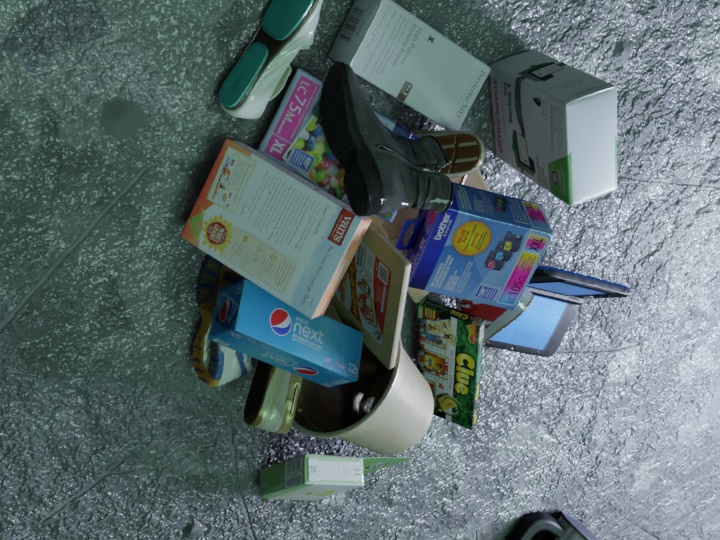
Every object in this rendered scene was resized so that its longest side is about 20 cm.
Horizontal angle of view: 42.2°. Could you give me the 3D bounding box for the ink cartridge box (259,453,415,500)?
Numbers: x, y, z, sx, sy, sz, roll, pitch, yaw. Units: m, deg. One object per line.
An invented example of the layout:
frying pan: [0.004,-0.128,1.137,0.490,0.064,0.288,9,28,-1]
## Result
ink cartridge box: [-0.034,0.310,1.391,0.197,0.145,0.049,11,64,-32]

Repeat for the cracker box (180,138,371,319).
cracker box: [-0.103,-0.051,1.130,0.136,0.198,0.058,-61,169,10]

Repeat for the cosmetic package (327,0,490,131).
cosmetic package: [0.065,-0.268,1.202,0.198,0.074,0.103,22,102,-34]

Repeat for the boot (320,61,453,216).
boot: [0.032,-0.156,1.124,0.129,0.070,0.204,-6,73,-29]

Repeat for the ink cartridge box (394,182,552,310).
ink cartridge box: [0.141,-0.037,1.265,0.196,0.077,0.138,13,123,-14]

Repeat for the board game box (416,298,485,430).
board game box: [0.133,0.144,1.412,0.023,0.103,0.203,-45,143,-46]

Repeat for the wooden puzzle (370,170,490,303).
wooden puzzle: [0.102,-0.077,1.336,0.185,0.046,0.201,-41,131,-6]

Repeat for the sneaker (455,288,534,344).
sneaker: [0.156,0.061,1.413,0.112,0.071,0.200,43,120,-6]

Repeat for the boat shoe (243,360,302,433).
boat shoe: [-0.098,0.122,1.260,0.066,0.074,0.203,28,67,-26]

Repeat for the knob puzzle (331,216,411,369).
knob puzzle: [0.000,0.000,1.212,0.030,0.219,0.224,-21,123,-29]

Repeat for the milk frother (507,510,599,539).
milk frother: [0.363,0.565,1.700,0.179,0.200,0.189,35,94,-33]

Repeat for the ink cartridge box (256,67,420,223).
ink cartridge box: [-0.019,-0.154,1.177,0.197,0.042,0.121,28,100,-9]

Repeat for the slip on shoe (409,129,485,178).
slip on shoe: [0.067,-0.153,1.232,0.195,0.061,0.078,-4,94,11]

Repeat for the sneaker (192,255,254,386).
sneaker: [-0.167,0.052,1.239,0.087,0.075,0.204,-8,119,-47]

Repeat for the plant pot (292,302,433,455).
plant pot: [0.010,0.169,1.328,0.201,0.200,0.183,-48,138,0]

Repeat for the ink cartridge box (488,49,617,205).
ink cartridge box: [0.259,-0.198,1.268,0.083,0.200,0.149,-19,121,-15]

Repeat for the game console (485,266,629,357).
game console: [0.300,0.070,1.477,0.197,0.169,0.121,11,81,-33]

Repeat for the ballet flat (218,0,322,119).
ballet flat: [-0.097,-0.268,1.123,0.069,0.070,0.201,29,101,-36]

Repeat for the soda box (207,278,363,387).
soda box: [-0.091,0.083,1.182,0.198,0.064,0.069,27,60,-35]
